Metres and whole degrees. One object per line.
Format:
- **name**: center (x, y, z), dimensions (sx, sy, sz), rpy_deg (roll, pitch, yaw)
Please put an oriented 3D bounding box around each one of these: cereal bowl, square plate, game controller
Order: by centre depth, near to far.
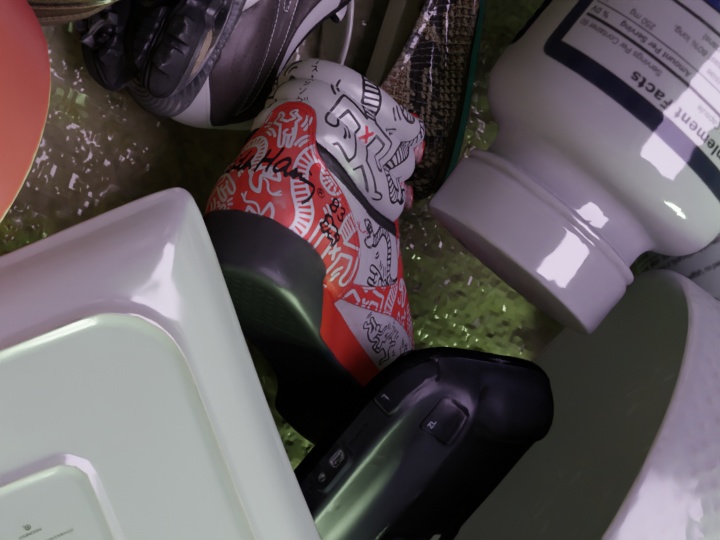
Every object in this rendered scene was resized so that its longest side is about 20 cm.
- **square plate**: center (-0.119, 0.095, 0.856), dimensions (0.199, 0.028, 0.199), rpy_deg (-22, 113, -5)
- **game controller**: center (-0.005, 0.107, 0.944), dimensions (0.200, 0.042, 0.104), rpy_deg (-50, 153, 23)
- **cereal bowl**: center (0.099, 0.104, 0.945), dimensions (0.083, 0.200, 0.201), rpy_deg (35, 73, -13)

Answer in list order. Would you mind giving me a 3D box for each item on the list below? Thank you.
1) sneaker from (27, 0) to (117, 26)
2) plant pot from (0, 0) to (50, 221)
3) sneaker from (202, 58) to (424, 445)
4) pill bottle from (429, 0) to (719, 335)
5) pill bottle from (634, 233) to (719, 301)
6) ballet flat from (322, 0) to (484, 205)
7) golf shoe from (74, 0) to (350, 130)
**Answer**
- **sneaker**: center (-0.070, -0.134, 0.829), dimensions (0.198, 0.076, 0.071), rpy_deg (-11, 85, 0)
- **plant pot**: center (-0.200, -0.079, 0.723), dimensions (0.177, 0.200, 0.201), rpy_deg (42, 70, -46)
- **sneaker**: center (0.001, 0.000, 0.948), dimensions (0.108, 0.067, 0.202), rpy_deg (-66, 152, -21)
- **pill bottle**: center (0.120, -0.077, 0.934), dimensions (0.200, 0.111, 0.111), rpy_deg (-51, 126, -4)
- **pill bottle**: center (0.167, -0.036, 1.036), dimensions (0.113, 0.113, 0.201), rpy_deg (-13, 79, -38)
- **ballet flat**: center (0.029, -0.129, 0.985), dimensions (0.075, 0.068, 0.201), rpy_deg (21, 85, -14)
- **golf shoe**: center (-0.034, -0.148, 0.922), dimensions (0.094, 0.078, 0.201), rpy_deg (28, 88, -49)
